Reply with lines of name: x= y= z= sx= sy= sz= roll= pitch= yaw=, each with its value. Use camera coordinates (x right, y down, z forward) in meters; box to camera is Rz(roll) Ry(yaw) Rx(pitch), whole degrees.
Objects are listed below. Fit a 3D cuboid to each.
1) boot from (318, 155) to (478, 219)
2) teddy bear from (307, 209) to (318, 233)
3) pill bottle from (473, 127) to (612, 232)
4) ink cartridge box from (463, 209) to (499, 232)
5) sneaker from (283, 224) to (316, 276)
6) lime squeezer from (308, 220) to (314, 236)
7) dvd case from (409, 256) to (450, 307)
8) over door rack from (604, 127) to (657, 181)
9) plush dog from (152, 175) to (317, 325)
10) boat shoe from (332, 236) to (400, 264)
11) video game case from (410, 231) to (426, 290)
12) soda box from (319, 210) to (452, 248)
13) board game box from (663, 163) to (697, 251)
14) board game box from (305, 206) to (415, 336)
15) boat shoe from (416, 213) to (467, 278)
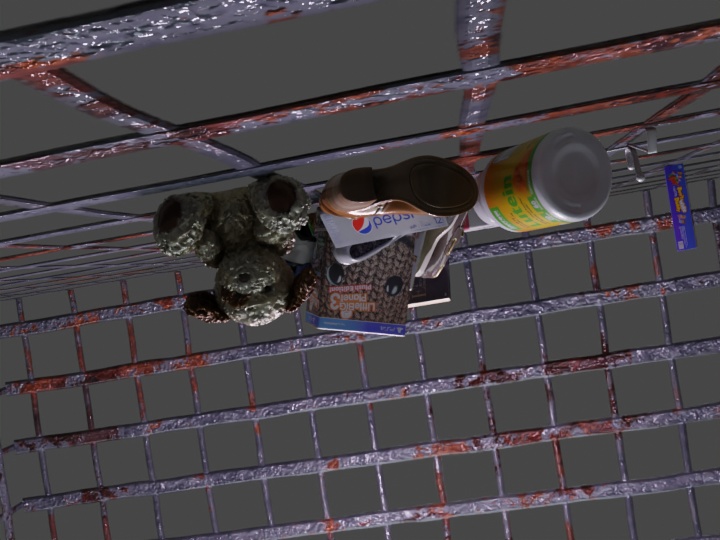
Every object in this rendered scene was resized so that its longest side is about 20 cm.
boot: x=0.043 y=-0.103 z=1.046 sx=0.195 sy=0.076 sz=0.155 roll=4 pitch=176 yaw=-14
teddy bear: x=-0.046 y=-0.086 z=1.480 sx=0.196 sy=0.068 sz=0.145 roll=-9 pitch=-178 yaw=13
pill bottle: x=0.223 y=-0.110 z=1.025 sx=0.109 sy=0.114 sz=0.199 roll=-9 pitch=180 yaw=-19
ink cartridge box: x=0.238 y=-0.125 z=1.586 sx=0.196 sy=0.087 sz=0.145 roll=-11 pitch=-179 yaw=-14
sneaker: x=-0.147 y=-0.066 z=1.349 sx=0.197 sy=0.117 sz=0.080 roll=24 pitch=-169 yaw=23
lime squeezer: x=-0.109 y=-0.063 z=1.399 sx=0.198 sy=0.071 sz=0.038 roll=31 pitch=162 yaw=6
dvd case: x=0.083 y=0.009 z=1.587 sx=0.196 sy=0.151 sz=0.016 roll=-10 pitch=145 yaw=18
over door rack: x=0.346 y=-0.153 z=1.163 sx=0.144 sy=0.068 sz=0.200 roll=-10 pitch=180 yaw=10
plush dog: x=-0.145 y=-0.016 z=1.002 sx=0.195 sy=0.176 sz=0.160 roll=-10 pitch=180 yaw=2
boat shoe: x=0.045 y=-0.076 z=1.263 sx=0.198 sy=0.073 sz=0.068 roll=-29 pitch=-164 yaw=-19
video game case: x=0.090 y=-0.055 z=1.471 sx=0.022 sy=0.186 sz=0.200 roll=14 pitch=177 yaw=-7
soda box: x=0.042 y=-0.093 z=1.160 sx=0.197 sy=0.064 sz=0.069 roll=-9 pitch=-148 yaw=33
board game box: x=0.785 y=-0.155 z=1.933 sx=0.044 sy=0.205 sz=0.134 roll=-9 pitch=180 yaw=24
board game box: x=0.000 y=0.000 z=1.346 sx=0.156 sy=0.205 sz=0.097 roll=5 pitch=-179 yaw=-17
boat shoe: x=0.156 y=-0.070 z=1.469 sx=0.059 sy=0.202 sz=0.072 roll=12 pitch=-150 yaw=-30
